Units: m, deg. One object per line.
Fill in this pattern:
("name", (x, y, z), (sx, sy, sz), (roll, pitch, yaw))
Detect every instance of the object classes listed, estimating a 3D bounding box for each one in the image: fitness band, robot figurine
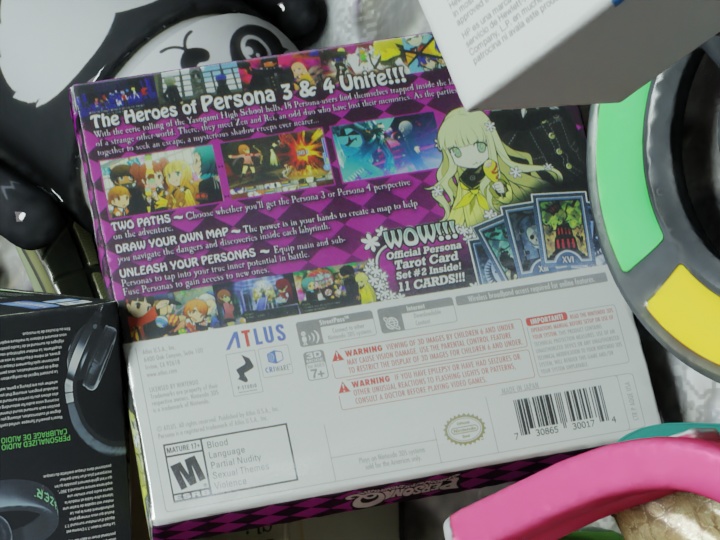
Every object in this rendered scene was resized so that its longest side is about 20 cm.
("fitness band", (0.090, 0.136, 0.831), (0.200, 0.037, 0.144), (-29, 65, 40))
("robot figurine", (-0.108, -0.085, 1.078), (0.200, 0.125, 0.151), (36, 107, 34))

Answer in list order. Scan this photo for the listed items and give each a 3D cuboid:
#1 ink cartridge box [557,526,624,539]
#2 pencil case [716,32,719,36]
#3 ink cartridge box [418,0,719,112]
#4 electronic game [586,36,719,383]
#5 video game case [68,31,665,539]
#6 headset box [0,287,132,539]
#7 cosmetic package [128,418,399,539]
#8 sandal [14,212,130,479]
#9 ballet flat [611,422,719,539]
("ink cartridge box", (0.118, 0.187, 0.864), (0.200, 0.059, 0.104), (36, 109, 42))
("pencil case", (0.175, -0.085, 0.787), (0.200, 0.078, 0.090), (33, 78, 37))
("ink cartridge box", (0.067, -0.173, 0.771), (0.146, 0.084, 0.201), (-35, 70, 42))
("electronic game", (0.163, -0.053, 0.865), (0.199, 0.041, 0.201), (-9, 76, 42))
("video game case", (0.000, 0.000, 0.930), (0.036, 0.199, 0.182), (106, 153, -68))
("headset box", (-0.164, 0.111, 0.937), (0.174, 0.092, 0.201), (3, 97, 57))
("cosmetic package", (-0.041, 0.111, 1.026), (0.105, 0.071, 0.201), (-14, 74, 43))
("sandal", (-0.124, 0.020, 1.124), (0.057, 0.079, 0.202), (-49, 52, 46))
("ballet flat", (0.172, 0.090, 0.835), (0.199, 0.070, 0.066), (1, 112, 48))
